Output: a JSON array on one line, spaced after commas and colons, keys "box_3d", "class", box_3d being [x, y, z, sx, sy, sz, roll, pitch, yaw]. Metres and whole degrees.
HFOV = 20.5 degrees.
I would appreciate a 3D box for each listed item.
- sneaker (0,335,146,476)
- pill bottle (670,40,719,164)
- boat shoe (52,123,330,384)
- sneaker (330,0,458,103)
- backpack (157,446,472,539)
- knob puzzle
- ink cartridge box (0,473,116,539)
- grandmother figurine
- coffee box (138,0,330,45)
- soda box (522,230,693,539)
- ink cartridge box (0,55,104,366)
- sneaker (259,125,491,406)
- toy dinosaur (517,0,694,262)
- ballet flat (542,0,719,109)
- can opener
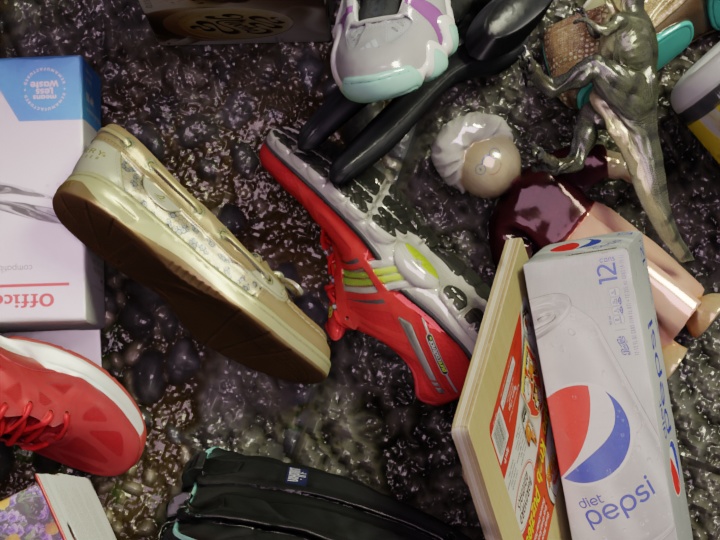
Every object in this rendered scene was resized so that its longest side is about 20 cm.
[{"box_3d": [-0.213, 0.089, 1.135, 0.199, 0.116, 0.078, 31, 123, -22], "class": "sneaker"}, {"box_3d": [0.285, -0.064, 1.174, 0.112, 0.112, 0.200, -42, 91, -4], "class": "pill bottle"}, {"box_3d": [-0.088, -0.006, 1.176, 0.200, 0.073, 0.063, 41, 60, -23], "class": "boat shoe"}, {"box_3d": [0.009, -0.197, 1.136, 0.077, 0.201, 0.141, -10, 126, 18], "class": "sneaker"}, {"box_3d": [-0.016, 0.198, 1.121, 0.198, 0.176, 0.155, 10, 100, 1], "class": "backpack"}, {"box_3d": [0.089, 0.113, 1.133, 0.030, 0.219, 0.222, -7, 82, 20], "class": "knob puzzle"}, {"box_3d": [-0.163, 0.172, 1.109, 0.050, 0.200, 0.110, -25, 83, -3], "class": "ink cartridge box"}, {"box_3d": [0.127, -0.025, 1.204, 0.200, 0.061, 0.122, 39, 76, 2], "class": "grandmother figurine"}, {"box_3d": [-0.075, -0.193, 1.154, 0.112, 0.200, 0.081, -1, 83, 0], "class": "coffee box"}, {"box_3d": [0.146, 0.083, 1.155, 0.063, 0.068, 0.202, -9, 98, 16], "class": "soda box"}, {"box_3d": [-0.215, -0.023, 1.201, 0.115, 0.067, 0.202, -2, 83, 1], "class": "ink cartridge box"}, {"box_3d": [0.000, 0.000, 1.193, 0.200, 0.077, 0.085, 48, 112, 7], "class": "sneaker"}, {"box_3d": [0.140, -0.097, 1.163, 0.087, 0.047, 0.202, -10, 93, -6], "class": "toy dinosaur"}, {"box_3d": [0.198, -0.171, 1.219, 0.199, 0.071, 0.066, -28, 64, -7], "class": "ballet flat"}, {"box_3d": [0.036, -0.123, 1.186, 0.200, 0.079, 0.063, -38, 76, -26], "class": "can opener"}]
